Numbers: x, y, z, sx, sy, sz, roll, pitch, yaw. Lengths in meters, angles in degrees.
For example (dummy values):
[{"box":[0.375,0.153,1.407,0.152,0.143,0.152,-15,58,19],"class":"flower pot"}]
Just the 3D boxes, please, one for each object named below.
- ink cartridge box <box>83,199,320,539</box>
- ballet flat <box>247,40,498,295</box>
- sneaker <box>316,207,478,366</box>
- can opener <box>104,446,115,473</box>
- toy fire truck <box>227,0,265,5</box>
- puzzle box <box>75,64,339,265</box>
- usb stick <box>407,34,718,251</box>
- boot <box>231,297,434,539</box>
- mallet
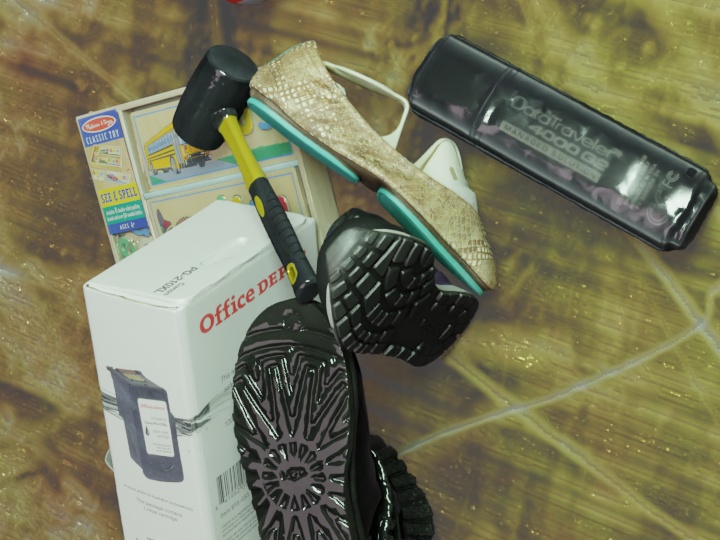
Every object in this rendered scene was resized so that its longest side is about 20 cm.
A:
[{"box":[-0.093,0.073,1.053,0.084,0.145,0.202,13,121,31],"class":"ink cartridge box"},{"box":[0.022,-0.069,0.988,0.200,0.071,0.065,40,86,-5],"class":"ballet flat"},{"box":[0.000,0.000,0.958,0.076,0.200,0.088,-46,68,1],"class":"sneaker"},{"box":[-0.115,0.194,1.197,0.200,0.053,0.067,45,157,15],"class":"can opener"},{"box":[-0.129,-0.245,1.059,0.141,0.049,0.201,-38,82,38],"class":"toy fire truck"},{"box":[-0.108,-0.064,1.115,0.199,0.025,0.134,-10,98,38],"class":"puzzle box"},{"box":[0.115,-0.077,0.941,0.199,0.033,0.056,32,90,24],"class":"usb stick"},{"box":[-0.013,0.115,1.024,0.079,0.158,0.213,-2,97,20],"class":"boot"},{"box":[-0.062,-0.065,0.996,0.200,0.041,0.066,55,129,42],"class":"mallet"}]
